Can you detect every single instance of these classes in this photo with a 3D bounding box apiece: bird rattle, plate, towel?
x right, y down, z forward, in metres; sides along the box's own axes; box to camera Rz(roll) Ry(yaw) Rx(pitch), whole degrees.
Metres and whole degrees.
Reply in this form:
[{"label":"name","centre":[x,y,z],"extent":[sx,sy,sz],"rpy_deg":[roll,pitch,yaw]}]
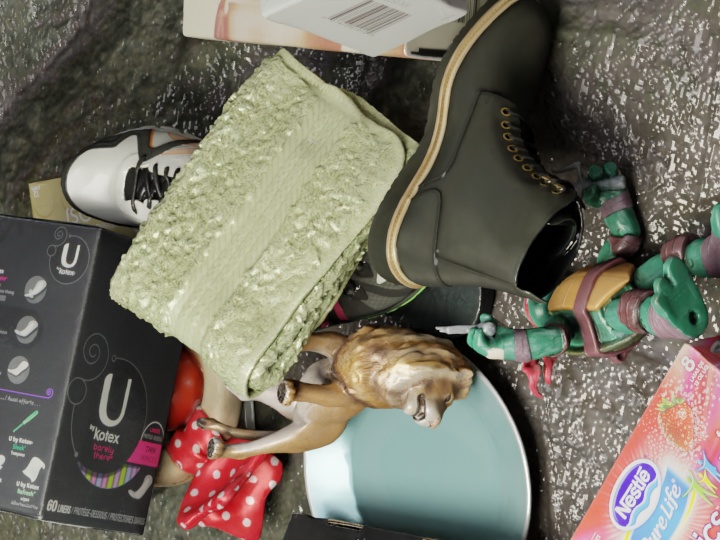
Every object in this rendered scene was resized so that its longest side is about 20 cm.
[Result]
[{"label":"bird rattle","centre":[-0.142,0.110,1.493],"extent":[0.199,0.112,0.164],"rpy_deg":[-5,75,43]},{"label":"plate","centre":[0.041,0.141,1.392],"extent":[0.199,0.025,0.202],"rpy_deg":[5,98,41]},{"label":"towel","centre":[-0.062,-0.033,1.304],"extent":[0.148,0.036,0.201],"rpy_deg":[34,87,26]}]

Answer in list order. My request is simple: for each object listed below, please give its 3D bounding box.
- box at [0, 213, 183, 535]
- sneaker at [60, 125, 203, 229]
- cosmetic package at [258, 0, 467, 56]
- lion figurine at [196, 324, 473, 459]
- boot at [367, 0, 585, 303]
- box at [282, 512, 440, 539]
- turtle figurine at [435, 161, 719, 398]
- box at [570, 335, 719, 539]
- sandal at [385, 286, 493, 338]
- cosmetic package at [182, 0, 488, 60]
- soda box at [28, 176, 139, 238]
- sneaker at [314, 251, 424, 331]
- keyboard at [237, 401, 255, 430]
[{"label":"box","centre":[-0.204,0.073,1.419],"extent":[0.105,0.122,0.202],"rpy_deg":[7,83,32]},{"label":"sneaker","centre":[-0.120,-0.061,1.392],"extent":[0.198,0.080,0.074],"rpy_deg":[3,95,20]},{"label":"cosmetic package","centre":[-0.009,-0.244,1.212],"extent":[0.081,0.112,0.202],"rpy_deg":[-20,70,34]},{"label":"lion figurine","centre":[-0.020,0.084,1.370],"extent":[0.200,0.122,0.073],"rpy_deg":[-27,62,56]},{"label":"boot","centre":[0.102,-0.072,1.238],"extent":[0.138,0.077,0.201],"rpy_deg":[13,78,49]},{"label":"box","centre":[-0.001,0.268,1.325],"extent":[0.198,0.050,0.201],"rpy_deg":[2,63,46]},{"label":"turtle figurine","centre":[0.144,0.007,1.244],"extent":[0.199,0.101,0.150],"rpy_deg":[-7,49,52]},{"label":"box","centre":[0.205,0.141,1.202],"extent":[0.095,0.102,0.201],"rpy_deg":[42,121,29]},{"label":"sandal","centre":[0.001,-0.001,1.394],"extent":[0.199,0.048,0.076],"rpy_deg":[10,102,40]},{"label":"cosmetic package","centre":[-0.014,-0.189,1.349],"extent":[0.199,0.103,0.088],"rpy_deg":[11,101,40]},{"label":"soda box","centre":[-0.158,-0.046,1.515],"extent":[0.199,0.064,0.068],"rpy_deg":[-6,91,40]},{"label":"sneaker","centre":[-0.029,0.008,1.342],"extent":[0.199,0.084,0.077],"rpy_deg":[-30,83,28]},{"label":"keyboard","centre":[-0.102,0.088,1.521],"extent":[0.056,0.011,0.202],"rpy_deg":[-1,95,46]}]
